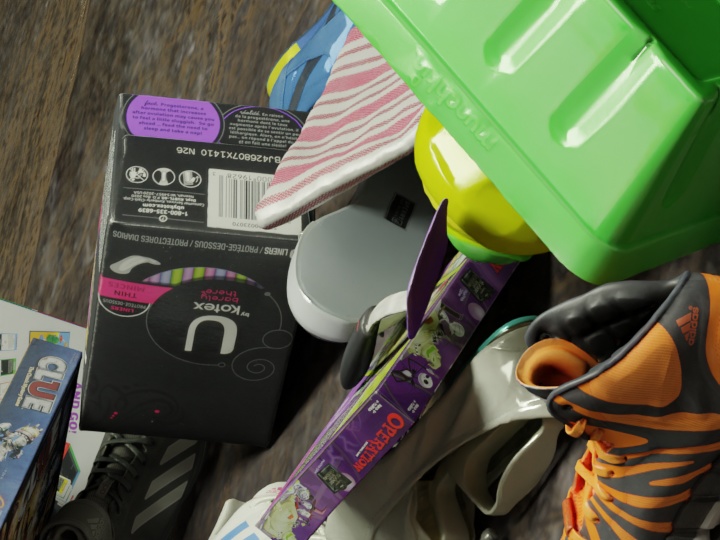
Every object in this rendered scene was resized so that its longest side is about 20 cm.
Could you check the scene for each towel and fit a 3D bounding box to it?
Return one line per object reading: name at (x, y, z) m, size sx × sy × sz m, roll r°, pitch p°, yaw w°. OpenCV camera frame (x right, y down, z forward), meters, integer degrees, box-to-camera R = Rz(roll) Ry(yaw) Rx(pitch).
towel at (0.019, -0.110, 1.347) m, size 0.146 × 0.030 × 0.200 m, roll -30°, pitch 21°, yaw 34°

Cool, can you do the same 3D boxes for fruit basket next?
fruit basket at (0.073, -0.071, 1.095) m, size 0.215 × 0.155 × 0.216 m, roll 10°, pitch 107°, yaw 36°

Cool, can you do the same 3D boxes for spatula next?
spatula at (0.014, 0.021, 1.156) m, size 0.200 × 0.021 × 0.057 m, roll 127°, pitch 166°, yaw -67°

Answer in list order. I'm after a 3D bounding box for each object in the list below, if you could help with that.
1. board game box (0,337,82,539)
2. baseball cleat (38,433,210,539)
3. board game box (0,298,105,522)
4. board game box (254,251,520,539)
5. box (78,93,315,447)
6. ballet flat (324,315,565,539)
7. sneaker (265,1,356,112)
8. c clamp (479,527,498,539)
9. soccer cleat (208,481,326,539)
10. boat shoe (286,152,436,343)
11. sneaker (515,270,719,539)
board game box at (-0.217, 0.152, 1.445) m, size 0.200 × 0.035 × 0.136 m, roll -72°, pitch -2°, yaw -55°
baseball cleat at (-0.150, 0.138, 1.552) m, size 0.070 × 0.106 × 0.200 m, roll 8°, pitch 84°, yaw 25°
board game box at (-0.222, 0.106, 1.613) m, size 0.040 × 0.200 × 0.153 m, roll -19°, pitch 54°, yaw 62°
board game box at (0.024, 0.048, 1.222) m, size 0.120 × 0.032 × 0.200 m, roll -45°, pitch 5°, yaw 39°
box at (-0.099, 0.004, 1.448) m, size 0.200 × 0.122 × 0.106 m, roll 104°, pitch 169°, yaw -49°
ballet flat at (0.046, 0.103, 1.205) m, size 0.200 × 0.069 × 0.070 m, roll -50°, pitch 30°, yaw 38°
sneaker at (0.010, -0.146, 1.490) m, size 0.200 × 0.066 × 0.079 m, roll -55°, pitch 39°, yaw 32°
c clamp at (0.030, 0.247, 1.152) m, size 0.171 × 0.027 × 0.200 m, roll -57°, pitch 27°, yaw 31°
soccer cleat at (-0.042, 0.157, 1.332) m, size 0.200 × 0.070 × 0.086 m, roll -13°, pitch 62°, yaw 64°
boat shoe at (-0.002, -0.001, 1.320) m, size 0.068 × 0.074 × 0.199 m, roll -60°, pitch 4°, yaw 29°
sneaker at (0.102, 0.074, 1.027) m, size 0.200 × 0.112 × 0.078 m, roll -58°, pitch 25°, yaw 25°
